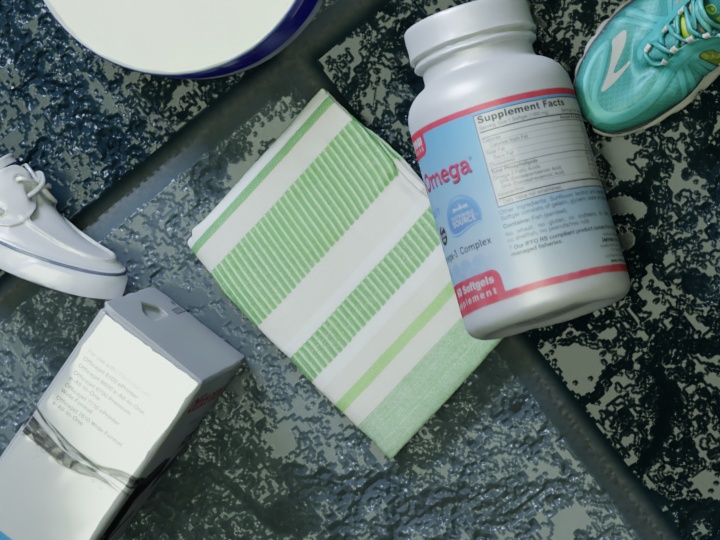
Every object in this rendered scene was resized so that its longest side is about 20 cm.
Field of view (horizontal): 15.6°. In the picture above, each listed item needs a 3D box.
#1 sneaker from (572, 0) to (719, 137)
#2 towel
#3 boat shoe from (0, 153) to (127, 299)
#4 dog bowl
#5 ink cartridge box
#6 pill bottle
[{"bbox_3d":[0.214,-0.160,1.648,0.200,0.080,0.078,-38,87,11],"label":"sneaker"},{"bbox_3d":[0.000,0.000,1.726,0.200,0.023,0.153,44,100,3],"label":"towel"},{"bbox_3d":[-0.239,-0.044,1.737,0.199,0.074,0.066,25,102,6],"label":"boat shoe"},{"bbox_3d":[-0.115,-0.224,1.700,0.199,0.079,0.201,1,94,9],"label":"dog bowl"},{"bbox_3d":[-0.173,0.120,1.700,0.084,0.145,0.200,36,99,5],"label":"ink cartridge box"},{"bbox_3d":[0.093,-0.065,1.655,0.108,0.109,0.201,-17,82,10],"label":"pill bottle"}]
